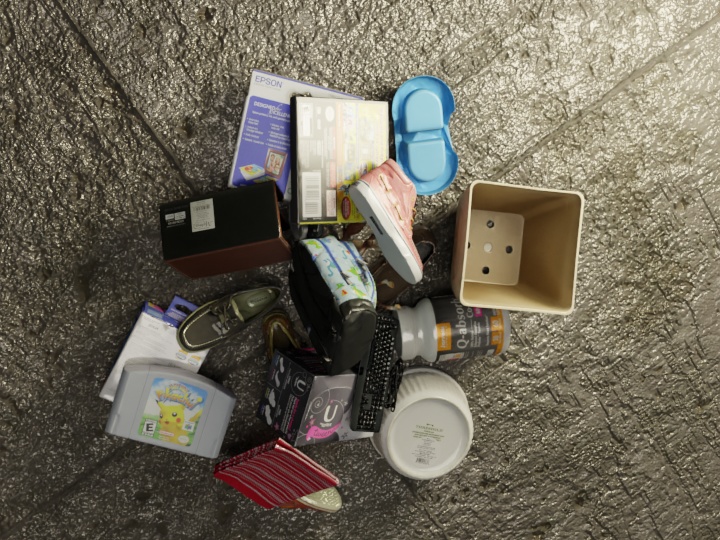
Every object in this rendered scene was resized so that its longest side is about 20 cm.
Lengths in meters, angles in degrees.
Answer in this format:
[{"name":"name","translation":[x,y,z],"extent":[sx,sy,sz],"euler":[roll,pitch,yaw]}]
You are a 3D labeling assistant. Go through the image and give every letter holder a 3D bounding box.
[{"name":"letter holder","translation":[-0.217,-0.062,1.421],"extent":[0.197,0.142,0.102],"euler":[-11,74,6]}]

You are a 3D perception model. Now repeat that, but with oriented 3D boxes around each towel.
[{"name":"towel","translation":[-0.148,0.353,1.448],"extent":[0.144,0.023,0.199],"euler":[39,135,-23]}]

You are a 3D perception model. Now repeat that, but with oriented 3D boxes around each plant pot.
[{"name":"plant pot","translation":[0.248,-0.038,1.457],"extent":[0.197,0.177,0.203],"euler":[5,90,-11]}]

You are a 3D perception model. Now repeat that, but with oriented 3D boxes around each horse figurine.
[{"name":"horse figurine","translation":[0.000,0.000,1.475],"extent":[0.131,0.050,0.203],"euler":[-10,85,31]}]

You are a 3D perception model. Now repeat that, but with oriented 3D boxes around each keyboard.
[{"name":"keyboard","translation":[0.041,0.177,1.439],"extent":[0.103,0.039,0.203],"euler":[12,88,-47]}]

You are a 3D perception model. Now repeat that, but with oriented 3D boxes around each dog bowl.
[{"name":"dog bowl","translation":[0.108,-0.234,1.463],"extent":[0.110,0.050,0.203],"euler":[-8,104,-8]}]

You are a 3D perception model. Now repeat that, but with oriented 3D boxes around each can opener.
[{"name":"can opener","translation":[-0.085,-0.150,1.402],"extent":[0.062,0.079,0.203],"euler":[2,96,-2]}]

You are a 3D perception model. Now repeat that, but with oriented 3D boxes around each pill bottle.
[{"name":"pill bottle","translation":[0.161,0.102,1.518],"extent":[0.197,0.116,0.118],"euler":[-6,105,-9]}]

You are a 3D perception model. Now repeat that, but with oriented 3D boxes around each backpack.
[{"name":"backpack","translation":[-0.047,0.037,1.380],"extent":[0.153,0.200,0.164],"euler":[-25,147,-31]}]

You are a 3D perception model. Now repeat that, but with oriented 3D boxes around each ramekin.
[{"name":"ramekin","translation":[0.116,0.288,1.561],"extent":[0.197,0.105,0.203],"euler":[-2,104,-10]}]

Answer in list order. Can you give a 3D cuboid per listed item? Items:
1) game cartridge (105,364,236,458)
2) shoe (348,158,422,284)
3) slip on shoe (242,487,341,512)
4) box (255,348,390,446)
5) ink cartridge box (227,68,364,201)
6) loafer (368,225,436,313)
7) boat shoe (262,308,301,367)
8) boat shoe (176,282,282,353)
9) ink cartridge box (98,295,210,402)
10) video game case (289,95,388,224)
[{"name":"game cartridge","translation":[-0.318,0.234,1.434],"extent":[0.197,0.040,0.135],"euler":[17,96,-15]},{"name":"shoe","translation":[0.067,-0.082,1.400],"extent":[0.091,0.071,0.201],"euler":[-38,107,-21]},{"name":"slip on shoe","translation":[-0.130,0.412,1.573],"extent":[0.197,0.074,0.062],"euler":[16,123,-14]},{"name":"box","translation":[-0.060,0.217,1.462],"extent":[0.198,0.114,0.134],"euler":[6,105,-47]},{"name":"ink cartridge box","translation":[-0.110,-0.218,1.433],"extent":[0.195,0.047,0.203],"euler":[13,100,-11]},{"name":"loafer","translation":[0.061,0.004,1.500],"extent":[0.073,0.071,0.201],"euler":[37,95,-16]},{"name":"boat shoe","translation":[-0.132,0.171,1.509],"extent":[0.071,0.068,0.202],"euler":[-21,106,-4]},{"name":"boat shoe","translation":[-0.219,0.072,1.435],"extent":[0.199,0.066,0.072],"euler":[-28,88,-30]},{"name":"ink cartridge box","translation":[-0.344,0.147,1.462],"extent":[0.135,0.076,0.202],"euler":[27,99,-17]},{"name":"video game case","translation":[-0.032,-0.179,1.387],"extent":[0.179,0.025,0.203],"euler":[-4,96,-32]}]
